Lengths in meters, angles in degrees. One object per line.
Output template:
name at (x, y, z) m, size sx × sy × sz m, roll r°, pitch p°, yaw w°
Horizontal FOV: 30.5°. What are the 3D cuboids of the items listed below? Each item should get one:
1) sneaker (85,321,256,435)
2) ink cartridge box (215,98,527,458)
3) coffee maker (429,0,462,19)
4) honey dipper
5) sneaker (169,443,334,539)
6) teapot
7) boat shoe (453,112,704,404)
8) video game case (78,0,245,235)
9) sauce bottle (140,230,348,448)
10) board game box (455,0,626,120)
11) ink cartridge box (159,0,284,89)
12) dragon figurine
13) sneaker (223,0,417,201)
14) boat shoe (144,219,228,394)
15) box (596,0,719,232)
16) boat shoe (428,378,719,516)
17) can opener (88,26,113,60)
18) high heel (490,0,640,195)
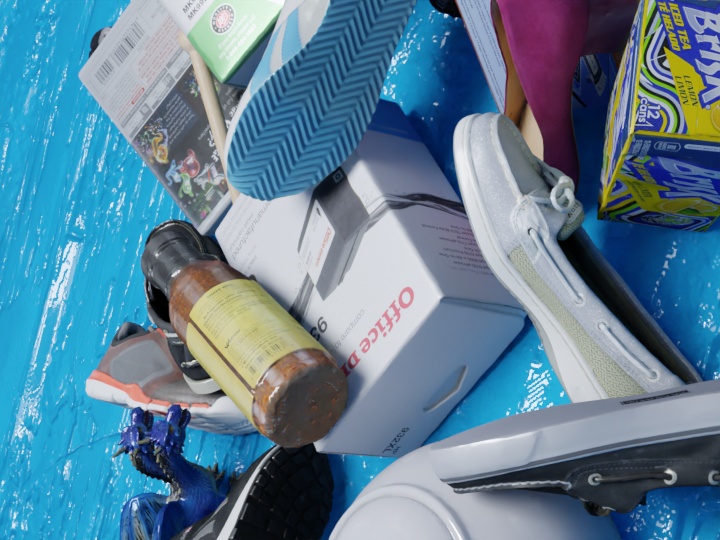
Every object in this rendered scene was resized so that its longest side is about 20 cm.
sneaker at (-0.142, 0.074, 1.018) m, size 0.199 × 0.077 × 0.083 m, roll 7°, pitch 76°, yaw 45°
ink cartridge box at (0.000, 0.000, 0.871) m, size 0.145 × 0.083 × 0.201 m, roll -52°, pitch 48°, yaw 28°
coffee maker at (0.032, -0.304, 0.879) m, size 0.200 × 0.134 × 0.193 m, roll 47°, pitch 115°, yaw 42°
honey dipper at (-0.098, -0.087, 0.983) m, size 0.038 × 0.038 × 0.202 m, roll -13°, pitch 92°, yaw 44°
sneaker at (-0.093, 0.177, 0.863) m, size 0.087 × 0.200 × 0.076 m, roll -7°, pitch 119°, yaw 35°
teapot at (0.042, 0.182, 0.741) m, size 0.200 × 0.145 × 0.198 m, roll -52°, pitch 48°, yaw 25°
boat shoe at (0.118, -0.001, 0.723) m, size 0.064 × 0.074 × 0.203 m, roll -28°, pitch 89°, yaw 26°
video game case at (-0.111, -0.161, 1.022) m, size 0.200 × 0.023 × 0.182 m, roll -47°, pitch 70°, yaw 21°
sauce bottle at (-0.082, 0.035, 0.847) m, size 0.200 × 0.066 × 0.066 m, roll 44°, pitch 112°, yaw 44°
board game box at (0.093, -0.187, 0.774) m, size 0.102 × 0.019 × 0.201 m, roll -5°, pitch 117°, yaw 43°
ink cartridge box at (-0.090, -0.251, 0.947) m, size 0.146 × 0.084 × 0.201 m, roll -45°, pitch 71°, yaw 22°
dragon figurine at (-0.138, 0.193, 0.960) m, size 0.059 × 0.099 × 0.202 m, roll 13°, pitch 95°, yaw 47°
sneaker at (-0.024, -0.136, 0.831) m, size 0.201 × 0.076 × 0.081 m, roll -60°, pitch 23°, yaw 3°
boat shoe at (-0.131, 0.008, 0.996) m, size 0.071 × 0.068 × 0.200 m, roll -32°, pitch 34°, yaw 3°
box at (0.156, -0.071, 0.648) m, size 0.064 × 0.200 × 0.071 m, roll 6°, pitch 83°, yaw 8°
boat shoe at (0.134, 0.095, 0.671) m, size 0.198 × 0.069 × 0.057 m, roll -11°, pitch 90°, yaw 11°
can opener at (-0.149, -0.168, 1.089) m, size 0.199 × 0.078 × 0.064 m, roll 10°, pitch 88°, yaw 37°
high heel at (0.085, -0.087, 0.764) m, size 0.068 × 0.095 × 0.201 m, roll 54°, pitch 141°, yaw 40°
